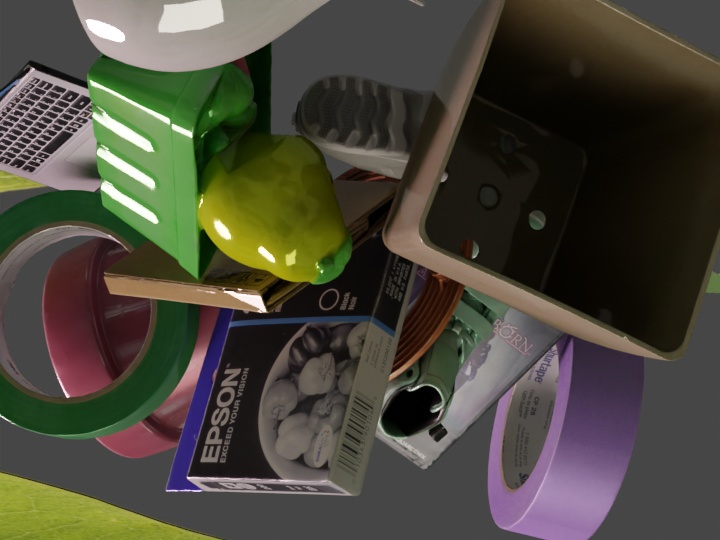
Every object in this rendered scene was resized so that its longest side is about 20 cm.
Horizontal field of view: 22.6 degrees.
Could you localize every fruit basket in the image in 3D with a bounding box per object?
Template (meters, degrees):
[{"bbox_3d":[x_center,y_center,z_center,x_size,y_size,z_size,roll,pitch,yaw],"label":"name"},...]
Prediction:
[{"bbox_3d":[-0.082,-0.081,1.249,0.214,0.156,0.216,18,149,12],"label":"fruit basket"}]

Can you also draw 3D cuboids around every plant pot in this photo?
[{"bbox_3d":[-0.150,0.044,1.572,0.178,0.201,0.200,-22,147,21],"label":"plant pot"},{"bbox_3d":[0.123,-0.062,1.222,0.199,0.201,0.177,24,167,-16],"label":"plant pot"}]

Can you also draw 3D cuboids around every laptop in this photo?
[{"bbox_3d":[-0.277,-0.072,1.408,0.199,0.117,0.187,19,155,-26],"label":"laptop"}]

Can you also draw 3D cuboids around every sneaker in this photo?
[{"bbox_3d":[0.079,0.045,1.361,0.074,0.118,0.201,33,112,-21],"label":"sneaker"},{"bbox_3d":[0.042,-0.101,1.337,0.199,0.075,0.082,18,174,-18],"label":"sneaker"}]

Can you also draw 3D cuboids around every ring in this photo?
[{"bbox_3d":[0.000,0.000,1.388,0.200,0.202,0.019,-12,150,37],"label":"ring"}]

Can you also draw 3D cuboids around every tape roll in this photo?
[{"bbox_3d":[-0.233,0.037,1.473,0.199,0.202,0.048,4,173,8],"label":"tape roll"},{"bbox_3d":[0.171,0.127,1.520,0.065,0.201,0.200,13,156,-10],"label":"tape roll"}]

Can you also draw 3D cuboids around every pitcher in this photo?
[{"bbox_3d":[-0.078,-0.208,1.066,0.199,0.122,0.172,-12,132,15],"label":"pitcher"}]

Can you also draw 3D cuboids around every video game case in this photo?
[{"bbox_3d":[0.066,0.056,1.445,0.143,0.019,0.200,36,111,-21],"label":"video game case"}]

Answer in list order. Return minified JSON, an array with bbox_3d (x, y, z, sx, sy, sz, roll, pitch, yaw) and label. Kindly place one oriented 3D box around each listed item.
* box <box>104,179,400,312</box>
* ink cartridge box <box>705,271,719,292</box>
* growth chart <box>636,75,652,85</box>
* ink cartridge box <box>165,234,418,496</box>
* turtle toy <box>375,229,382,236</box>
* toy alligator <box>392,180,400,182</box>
[{"bbox_3d":[-0.080,-0.024,1.375,0.199,0.163,0.021,5,124,48],"label":"box"},{"bbox_3d":[0.236,0.004,1.529,0.199,0.048,0.146,5,156,9],"label":"ink cartridge box"},{"bbox_3d":[0.244,-0.093,1.341,0.144,0.018,0.200,9,157,-8],"label":"growth chart"},{"bbox_3d":[-0.063,0.071,1.354,0.199,0.199,0.043,-5,151,40],"label":"ink cartridge box"},{"bbox_3d":[0.032,0.008,1.503,0.199,0.146,0.101,11,125,-11],"label":"turtle toy"},{"bbox_3d":[0.114,-0.036,1.453,0.199,0.060,0.054,12,156,-12],"label":"toy alligator"}]
